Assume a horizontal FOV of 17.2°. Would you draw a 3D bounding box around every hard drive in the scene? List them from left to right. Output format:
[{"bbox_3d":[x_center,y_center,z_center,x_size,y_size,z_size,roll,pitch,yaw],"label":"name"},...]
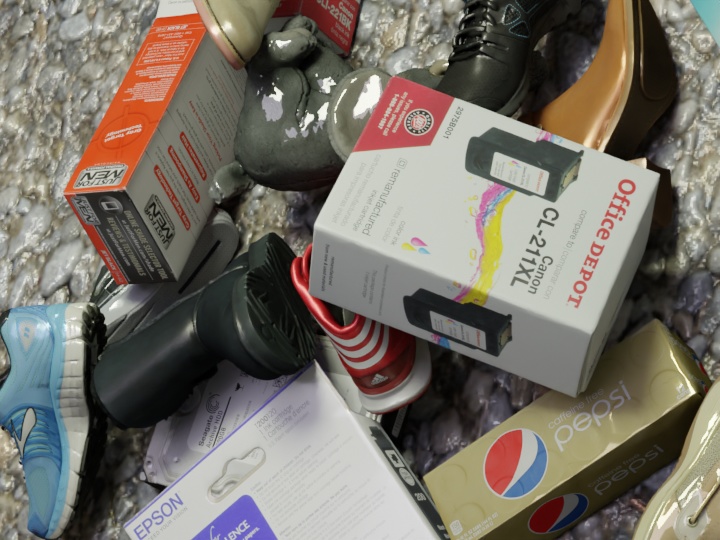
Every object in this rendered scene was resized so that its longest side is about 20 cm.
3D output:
[{"bbox_3d":[-0.061,0.113,1.770,0.199,0.038,0.141,10,74,36],"label":"hard drive"}]

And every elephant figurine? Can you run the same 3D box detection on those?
[{"bbox_3d":[0.015,-0.107,1.775,0.199,0.141,0.156,20,109,21],"label":"elephant figurine"}]

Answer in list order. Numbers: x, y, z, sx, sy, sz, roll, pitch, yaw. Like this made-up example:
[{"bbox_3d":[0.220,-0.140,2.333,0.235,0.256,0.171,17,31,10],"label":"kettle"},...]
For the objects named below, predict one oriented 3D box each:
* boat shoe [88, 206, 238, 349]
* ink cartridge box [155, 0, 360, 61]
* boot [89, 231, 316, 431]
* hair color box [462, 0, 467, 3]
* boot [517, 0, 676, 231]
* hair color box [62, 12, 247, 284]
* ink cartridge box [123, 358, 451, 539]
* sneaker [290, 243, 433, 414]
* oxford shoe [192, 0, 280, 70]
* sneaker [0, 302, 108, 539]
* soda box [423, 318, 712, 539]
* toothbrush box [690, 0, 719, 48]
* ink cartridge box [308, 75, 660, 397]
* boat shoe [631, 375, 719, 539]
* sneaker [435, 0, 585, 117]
[{"bbox_3d":[-0.178,0.025,1.873,0.200,0.072,0.071,-47,44,-8],"label":"boat shoe"},{"bbox_3d":[-0.067,-0.277,1.922,0.143,0.084,0.202,1,70,33],"label":"ink cartridge box"},{"bbox_3d":[-0.117,0.064,1.716,0.168,0.077,0.200,-37,15,13],"label":"boot"},{"bbox_3d":[0.151,-0.285,1.801,0.199,0.060,0.101,-27,56,20],"label":"hair color box"},{"bbox_3d":[0.144,-0.108,1.717,0.154,0.074,0.202,-10,63,30],"label":"boot"},{"bbox_3d":[-0.149,-0.096,1.838,0.061,0.102,0.201,-3,44,27],"label":"hair color box"},{"bbox_3d":[-0.041,0.200,1.677,0.198,0.043,0.201,-40,71,16],"label":"ink cartridge box"},{"bbox_3d":[0.000,0.000,1.701,0.078,0.116,0.201,-26,34,6],"label":"sneaker"},{"bbox_3d":[-0.082,-0.224,1.779,0.073,0.071,0.201,-24,36,16],"label":"oxford shoe"},{"bbox_3d":[-0.242,0.110,1.810,0.089,0.078,0.202,8,115,7],"label":"sneaker"},{"bbox_3d":[0.146,0.121,1.617,0.199,0.064,0.068,-36,54,15],"label":"soda box"},{"bbox_3d":[0.318,-0.181,1.609,0.146,0.085,0.201,-47,51,30],"label":"toothbrush box"},{"bbox_3d":[0.084,-0.025,1.598,0.199,0.083,0.146,20,56,10],"label":"ink cartridge box"},{"bbox_3d":[0.230,0.162,1.543,0.065,0.072,0.201,17,73,38],"label":"boat shoe"},{"bbox_3d":[0.092,-0.174,1.709,0.073,0.082,0.201,-2,45,39],"label":"sneaker"}]
